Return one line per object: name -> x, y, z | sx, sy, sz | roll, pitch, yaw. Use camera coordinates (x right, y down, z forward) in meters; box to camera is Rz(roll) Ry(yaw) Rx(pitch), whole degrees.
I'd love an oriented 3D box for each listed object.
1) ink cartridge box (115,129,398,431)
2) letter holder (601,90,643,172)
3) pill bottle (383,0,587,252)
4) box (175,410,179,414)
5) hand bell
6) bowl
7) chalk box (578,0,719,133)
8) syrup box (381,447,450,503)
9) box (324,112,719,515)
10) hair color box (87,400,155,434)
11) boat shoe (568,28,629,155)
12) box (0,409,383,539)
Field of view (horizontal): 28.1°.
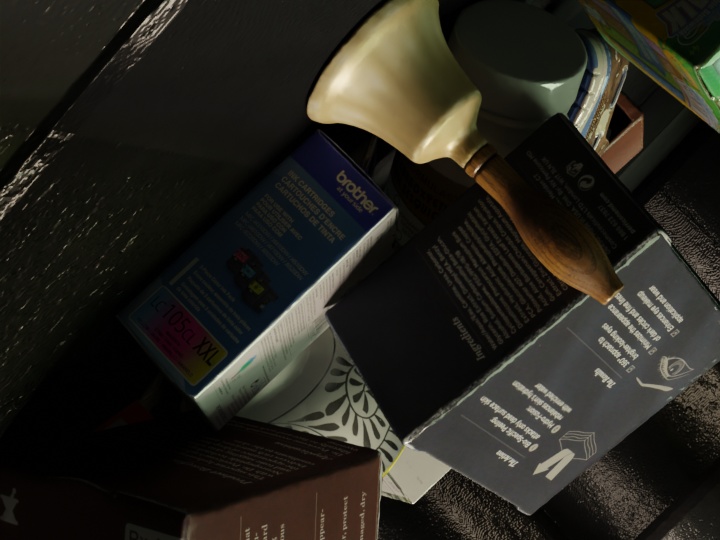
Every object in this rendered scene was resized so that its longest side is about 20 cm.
ink cartridge box -> -0.048, 0.000, 0.909 | 0.200, 0.076, 0.137 | -42, 169, -10
letter holder -> 0.171, -0.111, 1.299 | 0.142, 0.101, 0.200 | -44, 170, 6
pill bottle -> 0.081, -0.075, 0.978 | 0.114, 0.114, 0.201 | -36, 154, -41
box -> -0.076, 0.097, 1.268 | 0.200, 0.048, 0.159 | -43, 170, -16
hand bell -> 0.073, -0.057, 0.819 | 0.104, 0.200, 0.104 | -42, 169, -10
bowl -> -0.066, 0.095, 1.076 | 0.199, 0.095, 0.201 | -20, -145, 15
chalk box -> 0.248, -0.177, 0.965 | 0.124, 0.200, 0.124 | -46, 143, 4
syrup box -> 0.011, 0.129, 1.194 | 0.081, 0.079, 0.200 | -41, -169, -16
box -> 0.118, 0.036, 0.937 | 0.200, 0.118, 0.197 | -41, 144, 9
hair color box -> -0.213, 0.194, 1.062 | 0.111, 0.064, 0.200 | -36, 167, -46
boat shoe -> 0.162, -0.101, 1.152 | 0.072, 0.072, 0.201 | -13, 142, -39
box -> -0.109, 0.194, 0.914 | 0.199, 0.165, 0.166 | -7, 103, -54
